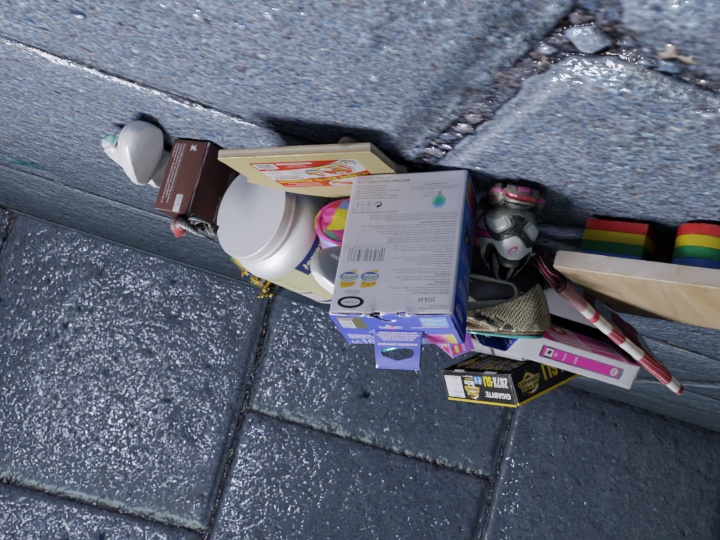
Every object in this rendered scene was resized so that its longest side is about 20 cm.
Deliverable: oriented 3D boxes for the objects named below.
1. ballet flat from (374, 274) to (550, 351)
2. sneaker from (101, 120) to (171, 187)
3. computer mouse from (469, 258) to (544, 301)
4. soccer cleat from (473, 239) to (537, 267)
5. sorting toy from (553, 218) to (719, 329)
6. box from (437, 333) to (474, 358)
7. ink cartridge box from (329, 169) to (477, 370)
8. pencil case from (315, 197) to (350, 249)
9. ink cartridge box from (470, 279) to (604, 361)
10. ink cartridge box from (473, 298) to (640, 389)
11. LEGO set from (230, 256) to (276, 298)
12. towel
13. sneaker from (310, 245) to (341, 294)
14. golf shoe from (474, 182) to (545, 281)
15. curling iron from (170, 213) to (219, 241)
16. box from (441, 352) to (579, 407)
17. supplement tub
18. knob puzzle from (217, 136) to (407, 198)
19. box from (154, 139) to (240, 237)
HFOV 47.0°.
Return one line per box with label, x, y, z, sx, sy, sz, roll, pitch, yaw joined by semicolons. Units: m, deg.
ballet flat;0.107;0.043;0.908;0.195;0.077;0.068;-7;-178;17
sneaker;-0.310;-0.162;1.109;0.087;0.076;0.200;28;173;-1
computer mouse;0.134;0.035;1.032;0.195;0.053;0.141;-2;128;2
soccer cleat;0.145;-0.032;1.117;0.196;0.071;0.086;18;-169;-16
sorting toy;0.340;0.002;0.890;0.196;0.071;0.199;9;169;39
box;0.108;0.040;1.248;0.038;0.140;0.200;-20;-170;-7
ink cartridge box;0.047;0.001;0.873;0.133;0.204;0.077;-1;150;20
pencil case;0.000;0.000;1.057;0.087;0.089;0.202;13;142;21
ink cartridge box;0.235;0.060;1.188;0.142;0.086;0.200;-18;-175;-17
ink cartridge box;0.221;0.080;0.970;0.196;0.038;0.095;15;-161;-13
LEGO set;-0.128;-0.008;1.440;0.116;0.154;0.201;41;166;15
towel;0.297;0.058;1.000;0.199;0.023;0.144;39;-167;-12
sneaker;0.019;0.040;0.981;0.198;0.072;0.080;27;140;-23
golf shoe;0.156;-0.034;0.935;0.071;0.094;0.200;12;174;5
curling iron;-0.227;-0.053;1.075;0.049;0.026;0.199;23;172;-21
box;0.238;0.131;1.169;0.197;0.050;0.159;-19;-177;-29
supplement tub;-0.083;-0.048;1.123;0.143;0.148;0.199;9;170;39
knob puzzle;-0.040;-0.118;0.940;0.214;0.031;0.220;2;172;0
box;-0.185;-0.097;1.158;0.074;0.102;0.199;11;170;32
